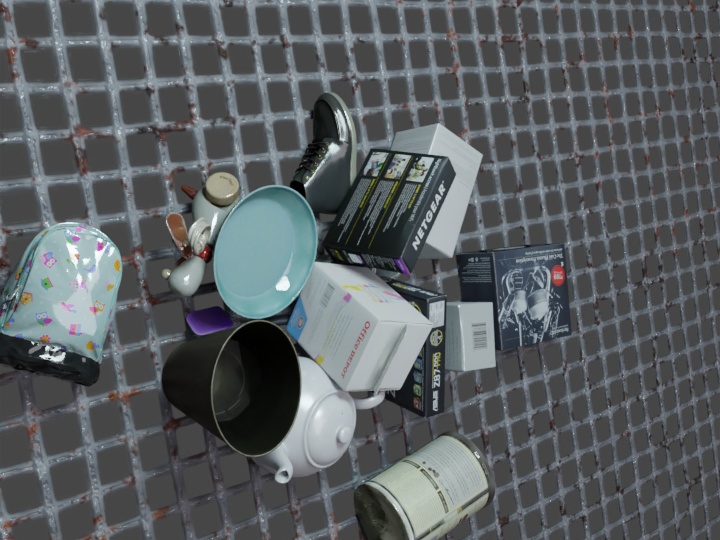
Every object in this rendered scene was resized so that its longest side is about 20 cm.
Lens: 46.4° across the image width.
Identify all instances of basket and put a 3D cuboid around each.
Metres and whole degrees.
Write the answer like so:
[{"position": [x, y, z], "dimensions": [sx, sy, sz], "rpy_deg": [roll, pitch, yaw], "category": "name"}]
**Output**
[{"position": [-0.192, 0.160, 1.193], "dimensions": [0.136, 0.200, 0.181], "rpy_deg": [3, 86, -35], "category": "basket"}]

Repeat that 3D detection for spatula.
[{"position": [-0.177, 0.077, 1.308], "dimensions": [0.199, 0.057, 0.021], "rpy_deg": [3, 121, -43], "category": "spatula"}]

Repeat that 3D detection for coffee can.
[{"position": [0.109, 0.384, 1.437], "dimensions": [0.199, 0.146, 0.147], "rpy_deg": [-23, 102, -34], "category": "coffee can"}]

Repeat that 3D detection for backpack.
[{"position": [-0.387, 0.039, 1.102], "dimensions": [0.166, 0.126, 0.201], "rpy_deg": [22, 73, -30], "category": "backpack"}]

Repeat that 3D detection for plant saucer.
[{"position": [-0.146, -0.030, 1.239], "dimensions": [0.200, 0.036, 0.201], "rpy_deg": [-21, 119, -43], "category": "plant saucer"}]

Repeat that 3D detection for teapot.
[{"position": [-0.072, 0.230, 1.286], "dimensions": [0.197, 0.146, 0.201], "rpy_deg": [36, 69, -51], "category": "teapot"}]

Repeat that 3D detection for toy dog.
[{"position": [-0.244, -0.063, 1.223], "dimensions": [0.200, 0.096, 0.132], "rpy_deg": [-62, 167, -53], "category": "toy dog"}]

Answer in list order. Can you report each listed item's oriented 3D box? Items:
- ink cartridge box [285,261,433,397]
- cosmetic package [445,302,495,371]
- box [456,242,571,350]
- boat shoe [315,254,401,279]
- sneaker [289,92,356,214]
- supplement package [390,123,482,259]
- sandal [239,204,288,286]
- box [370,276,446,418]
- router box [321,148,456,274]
[{"position": [0.003, 0.094, 1.306], "dimensions": [0.125, 0.200, 0.129], "rpy_deg": [6, 116, -45], "category": "ink cartridge box"}, {"position": [0.132, 0.109, 1.429], "dimensions": [0.081, 0.200, 0.113], "rpy_deg": [-2, 87, -37], "category": "cosmetic package"}, {"position": [0.296, 0.047, 1.608], "dimensions": [0.199, 0.104, 0.183], "rpy_deg": [-8, 95, -35], "category": "box"}, {"position": [0.000, 0.000, 1.421], "dimensions": [0.199, 0.062, 0.073], "rpy_deg": [0, 88, -36], "category": "boat shoe"}, {"position": [-0.066, -0.189, 1.369], "dimensions": [0.106, 0.075, 0.201], "rpy_deg": [-12, 96, -38], "category": "sneaker"}, {"position": [0.109, -0.134, 1.468], "dimensions": [0.121, 0.120, 0.201], "rpy_deg": [29, 72, -34], "category": "supplement package"}, {"position": [-0.147, -0.033, 1.309], "dimensions": [0.080, 0.054, 0.200], "rpy_deg": [-57, 139, -23], "category": "sandal"}, {"position": [0.072, 0.122, 1.386], "dimensions": [0.049, 0.161, 0.201], "rpy_deg": [-11, 108, -35], "category": "box"}, {"position": [0.046, -0.098, 1.340], "dimensions": [0.201, 0.149, 0.051], "rpy_deg": [-64, 145, -23], "category": "router box"}]
